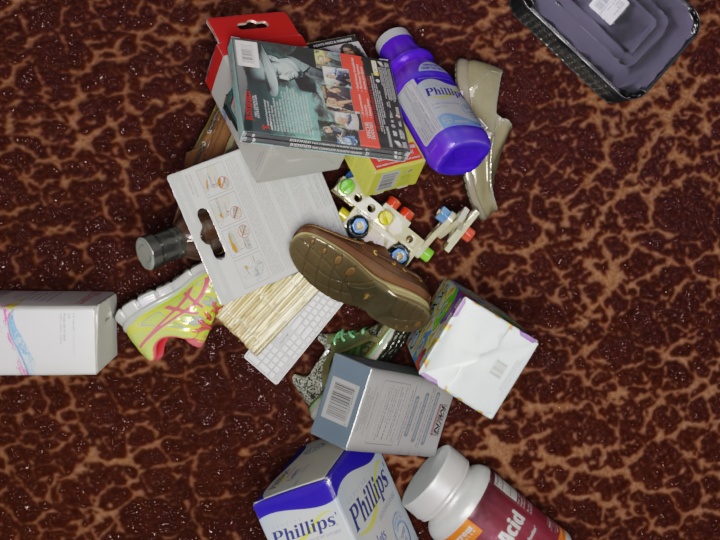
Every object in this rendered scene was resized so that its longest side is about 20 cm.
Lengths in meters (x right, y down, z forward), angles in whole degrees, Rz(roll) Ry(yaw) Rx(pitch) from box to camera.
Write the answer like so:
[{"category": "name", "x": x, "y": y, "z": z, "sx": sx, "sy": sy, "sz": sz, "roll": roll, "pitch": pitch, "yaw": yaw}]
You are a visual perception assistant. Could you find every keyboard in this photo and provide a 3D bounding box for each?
[{"category": "keyboard", "x": -0.065, "y": 0.050, "z": 1.490, "sx": 0.056, "sy": 0.011, "sz": 0.200, "roll": 39, "pitch": 92, "yaw": -5}]

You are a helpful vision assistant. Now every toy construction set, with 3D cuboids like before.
[{"category": "toy construction set", "x": 0.045, "y": -0.080, "z": 1.443, "sx": 0.199, "sy": 0.092, "sz": 0.132, "roll": 36, "pitch": 85, "yaw": 7}]

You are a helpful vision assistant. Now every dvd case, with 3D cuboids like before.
[{"category": "dvd case", "x": -0.048, "y": -0.194, "z": 1.330, "sx": 0.198, "sy": 0.022, "sz": 0.147, "roll": 5, "pitch": 54, "yaw": -23}]

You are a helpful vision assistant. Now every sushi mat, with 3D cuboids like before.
[{"category": "sushi mat", "x": -0.097, "y": 0.005, "z": 1.480, "sx": 0.096, "sy": 0.012, "sz": 0.200, "roll": 44, "pitch": 92, "yaw": 2}]

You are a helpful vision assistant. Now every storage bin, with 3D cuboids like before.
[{"category": "storage bin", "x": 0.296, "y": -0.315, "z": 1.433, "sx": 0.200, "sy": 0.094, "sz": 0.135, "roll": 42, "pitch": 92, "yaw": -6}]

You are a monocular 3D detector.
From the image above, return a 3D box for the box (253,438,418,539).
[{"category": "box", "x": -0.019, "y": 0.319, "z": 1.421, "sx": 0.104, "sy": 0.184, "sz": 0.202, "roll": -22, "pitch": 96, "yaw": 19}]

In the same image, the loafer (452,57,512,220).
[{"category": "loafer", "x": 0.155, "y": -0.164, "z": 1.448, "sx": 0.067, "sy": 0.076, "sz": 0.202, "roll": -6, "pitch": 95, "yaw": 4}]

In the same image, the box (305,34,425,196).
[{"category": "box", "x": -0.001, "y": -0.187, "z": 1.398, "sx": 0.075, "sy": 0.050, "sz": 0.201, "roll": -15, "pitch": 64, "yaw": -24}]

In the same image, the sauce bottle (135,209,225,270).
[{"category": "sauce bottle", "x": -0.175, "y": -0.052, "z": 1.402, "sx": 0.199, "sy": 0.064, "sz": 0.065, "roll": -21, "pitch": 97, "yaw": -37}]

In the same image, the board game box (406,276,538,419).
[{"category": "board game box", "x": 0.128, "y": 0.087, "z": 1.406, "sx": 0.102, "sy": 0.200, "sz": 0.105, "roll": 31, "pitch": 94, "yaw": -5}]

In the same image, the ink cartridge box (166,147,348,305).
[{"category": "ink cartridge box", "x": -0.122, "y": -0.064, "z": 1.378, "sx": 0.199, "sy": 0.050, "sz": 0.164, "roll": -25, "pitch": 95, "yaw": -33}]

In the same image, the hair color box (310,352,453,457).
[{"category": "hair color box", "x": 0.032, "y": 0.165, "z": 1.413, "sx": 0.060, "sy": 0.199, "sz": 0.100, "roll": 19, "pitch": 91, "yaw": 36}]

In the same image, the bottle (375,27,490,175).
[{"category": "bottle", "x": 0.080, "y": -0.206, "z": 1.404, "sx": 0.065, "sy": 0.083, "sz": 0.201, "roll": -52, "pitch": 53, "yaw": 38}]

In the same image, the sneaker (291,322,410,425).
[{"category": "sneaker", "x": -0.014, "y": 0.099, "z": 1.469, "sx": 0.089, "sy": 0.077, "sz": 0.200, "roll": 44, "pitch": 95, "yaw": 15}]

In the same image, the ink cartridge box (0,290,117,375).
[{"category": "ink cartridge box", "x": -0.401, "y": 0.073, "z": 1.410, "sx": 0.198, "sy": 0.145, "sz": 0.089, "roll": -2, "pitch": 96, "yaw": -3}]

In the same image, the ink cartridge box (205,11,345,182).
[{"category": "ink cartridge box", "x": -0.103, "y": -0.207, "z": 1.374, "sx": 0.115, "sy": 0.067, "sz": 0.201, "roll": -12, "pitch": 60, "yaw": -30}]

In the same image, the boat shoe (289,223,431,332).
[{"category": "boat shoe", "x": 0.001, "y": 0.000, "z": 1.390, "sx": 0.199, "sy": 0.068, "sz": 0.072, "roll": 31, "pitch": 134, "yaw": -24}]

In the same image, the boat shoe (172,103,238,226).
[{"category": "boat shoe", "x": -0.183, "y": -0.122, "z": 1.448, "sx": 0.068, "sy": 0.072, "sz": 0.201, "roll": 36, "pitch": 101, "yaw": 24}]

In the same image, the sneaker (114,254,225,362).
[{"category": "sneaker", "x": -0.200, "y": 0.045, "z": 1.447, "sx": 0.199, "sy": 0.078, "sz": 0.091, "roll": -29, "pitch": 83, "yaw": 12}]

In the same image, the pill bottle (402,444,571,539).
[{"category": "pill bottle", "x": 0.157, "y": 0.317, "z": 1.472, "sx": 0.199, "sy": 0.114, "sz": 0.114, "roll": 39, "pitch": 92, "yaw": -5}]
